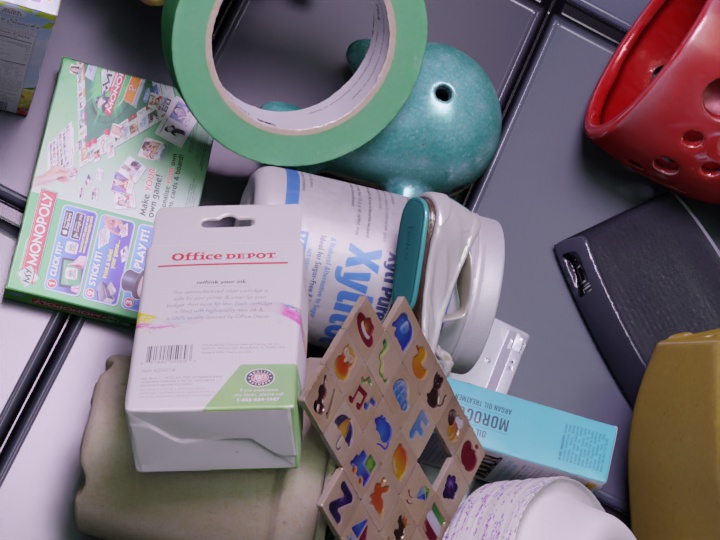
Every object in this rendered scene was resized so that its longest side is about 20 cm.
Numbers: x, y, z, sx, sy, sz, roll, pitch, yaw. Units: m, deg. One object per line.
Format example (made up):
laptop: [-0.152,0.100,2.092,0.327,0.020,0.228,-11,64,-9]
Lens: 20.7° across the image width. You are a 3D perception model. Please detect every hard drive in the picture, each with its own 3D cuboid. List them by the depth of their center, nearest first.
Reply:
hard drive: [0.262,0.038,1.645,0.134,0.042,0.201,-24,81,-20]

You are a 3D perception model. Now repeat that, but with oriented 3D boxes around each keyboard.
keyboard: [0.079,0.127,1.588,0.056,0.011,0.201,23,68,-1]

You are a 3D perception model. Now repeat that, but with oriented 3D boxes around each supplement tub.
supplement tub: [0.000,0.000,1.540,0.199,0.132,0.133,12,70,-10]

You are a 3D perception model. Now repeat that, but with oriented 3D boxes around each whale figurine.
whale figurine: [0.020,-0.120,1.597,0.199,0.104,0.160,-8,76,-17]

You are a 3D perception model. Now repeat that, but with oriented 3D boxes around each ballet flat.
ballet flat: [0.047,0.043,1.460,0.069,0.069,0.201,13,98,-10]

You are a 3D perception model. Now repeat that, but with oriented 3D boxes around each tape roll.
tape roll: [-0.050,-0.181,1.498,0.199,0.048,0.201,-6,113,-14]

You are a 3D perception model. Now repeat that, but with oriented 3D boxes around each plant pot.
plant pot: [-0.108,0.141,1.449,0.183,0.201,0.201,11,70,0]
plant pot: [0.317,0.139,1.524,0.195,0.194,0.201,-12,91,-18]
plant pot: [0.311,-0.143,1.638,0.182,0.200,0.201,36,68,-11]

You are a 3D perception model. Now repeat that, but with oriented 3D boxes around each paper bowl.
paper bowl: [0.148,0.254,1.460,0.200,0.104,0.202,22,64,-56]

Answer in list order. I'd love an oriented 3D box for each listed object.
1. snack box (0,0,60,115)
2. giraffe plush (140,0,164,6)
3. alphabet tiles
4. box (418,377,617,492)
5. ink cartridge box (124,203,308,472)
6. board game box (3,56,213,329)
snack box: [-0.258,-0.235,1.507,0.067,0.200,0.169,12,71,-11]
giraffe plush: [-0.110,-0.288,1.595,0.199,0.162,0.173,-12,78,13]
alphabet tiles: [0.019,0.123,1.383,0.167,0.008,0.200,-58,134,-36]
box: [0.092,0.127,1.541,0.199,0.082,0.049,17,68,-4]
ink cartridge box: [-0.096,0.044,1.382,0.117,0.067,0.200,-1,45,4]
board game box: [-0.195,-0.059,1.561,0.134,0.029,0.201,14,70,-9]
